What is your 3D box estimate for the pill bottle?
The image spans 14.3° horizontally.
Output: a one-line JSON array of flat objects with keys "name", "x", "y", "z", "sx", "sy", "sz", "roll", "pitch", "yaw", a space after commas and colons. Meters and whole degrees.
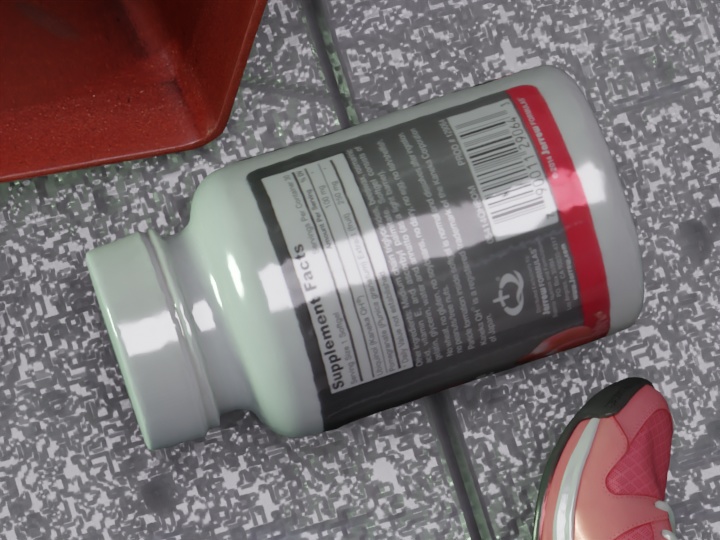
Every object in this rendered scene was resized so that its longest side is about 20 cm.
[{"name": "pill bottle", "x": 0.000, "y": 0.000, "z": 1.112, "sx": 0.200, "sy": 0.111, "sz": 0.111, "roll": -18, "pitch": 81, "yaw": -6}]

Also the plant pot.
[{"name": "plant pot", "x": -0.154, "y": -0.158, "z": 1.082, "sx": 0.200, "sy": 0.200, "sz": 0.176, "roll": -11, "pitch": 62, "yaw": -22}]

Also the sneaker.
[{"name": "sneaker", "x": 0.107, "y": 0.137, "z": 1.090, "sx": 0.087, "sy": 0.074, "sz": 0.200, "roll": 6, "pitch": 62, "yaw": 18}]
